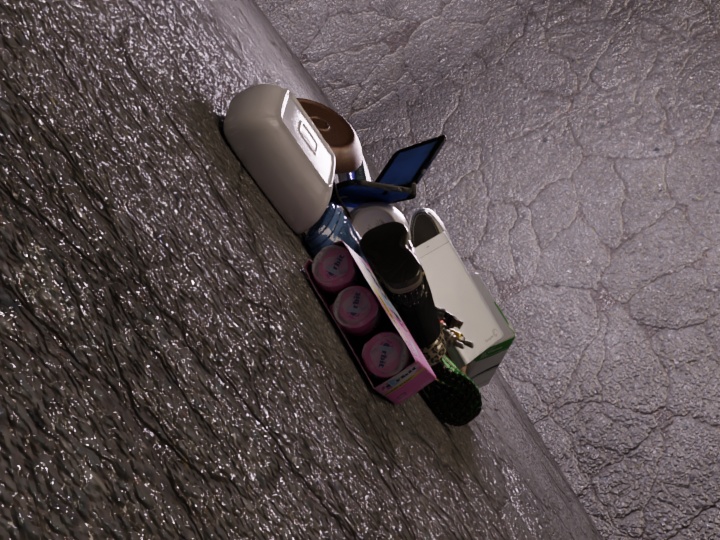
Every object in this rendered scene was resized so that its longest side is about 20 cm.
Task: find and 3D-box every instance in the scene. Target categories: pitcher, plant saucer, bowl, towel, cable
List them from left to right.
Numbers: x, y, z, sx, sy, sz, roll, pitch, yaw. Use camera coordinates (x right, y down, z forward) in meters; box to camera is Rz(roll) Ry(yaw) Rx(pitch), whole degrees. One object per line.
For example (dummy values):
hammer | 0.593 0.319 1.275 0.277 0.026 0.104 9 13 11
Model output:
bowl | -0.102 -0.172 1.464 0.201 0.074 0.201 55 16 -21
plant saucer | -0.080 -0.248 1.813 0.198 0.037 0.201 20 36 -15
towel | -0.003 0.004 1.492 0.201 0.048 0.112 55 25 -18
pitcher | 0.006 -0.062 1.755 0.171 0.122 0.200 36 -6 7
cable | 0.081 0.071 1.578 0.199 0.051 0.097 17 -11 42

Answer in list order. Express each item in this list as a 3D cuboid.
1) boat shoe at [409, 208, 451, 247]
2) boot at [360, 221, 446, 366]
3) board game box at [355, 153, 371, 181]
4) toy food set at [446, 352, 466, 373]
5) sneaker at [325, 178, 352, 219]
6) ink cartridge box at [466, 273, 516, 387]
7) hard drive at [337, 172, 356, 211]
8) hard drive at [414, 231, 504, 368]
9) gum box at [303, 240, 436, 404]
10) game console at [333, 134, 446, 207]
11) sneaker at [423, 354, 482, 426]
boat shoe | 0.124 -0.007 1.742 0.060 0.071 0.204 -6 83 -79
boot | 0.061 0.030 1.459 0.204 0.073 0.155 -111 -179 -63
board game box | 0.017 -0.116 1.961 0.105 0.023 0.202 73 7 -57
toy food set | 0.108 0.112 1.729 0.198 0.048 0.201 40 -17 52
sneaker | -0.079 -0.170 1.618 0.201 0.060 0.104 63 -2 -37
ink cartridge box | 0.199 0.126 1.923 0.147 0.082 0.201 59 -24 26
hard drive | -0.015 -0.135 1.927 0.132 0.025 0.203 -32 110 -84
hard drive | 0.147 0.046 1.668 0.131 0.027 0.201 -28 88 -49
gum box | 0.010 0.063 1.313 0.201 0.066 0.114 59 6 23
game console | 0.027 -0.173 1.741 0.200 0.169 0.120 172 -77 -65
sneaker | 0.123 0.160 1.614 0.201 0.078 0.085 54 6 -17
